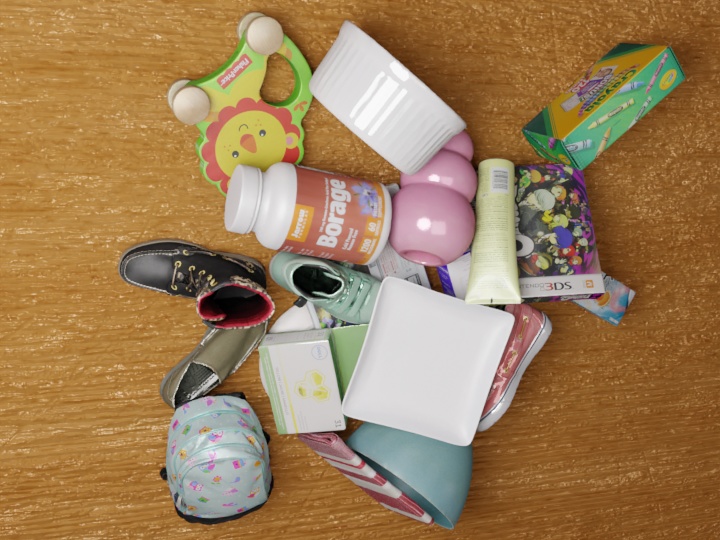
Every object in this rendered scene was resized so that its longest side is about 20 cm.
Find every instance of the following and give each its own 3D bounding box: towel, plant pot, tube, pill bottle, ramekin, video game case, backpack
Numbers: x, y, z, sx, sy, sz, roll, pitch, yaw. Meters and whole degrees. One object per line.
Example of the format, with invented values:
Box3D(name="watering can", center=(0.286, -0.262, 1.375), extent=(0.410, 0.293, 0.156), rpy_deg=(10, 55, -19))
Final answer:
Box3D(name="towel", center=(0.007, 0.301, 1.184), extent=(0.200, 0.144, 0.023), rpy_deg=(42, 70, -16))
Box3D(name="plant pot", center=(0.090, 0.268, 1.198), extent=(0.200, 0.200, 0.135), rpy_deg=(46, 70, -24))
Box3D(name="tube", center=(0.182, -0.051, 1.097), extent=(0.052, 0.058, 0.202), rpy_deg=(11, 72, -23))
Box3D(name="pill bottle", center=(-0.068, -0.076, 1.037), extent=(0.198, 0.112, 0.113), rpy_deg=(9, 104, -22))
Box3D(name="ramekin", center=(0.029, -0.211, 1.013), extent=(0.200, 0.201, 0.098), rpy_deg=(36, 101, -24))
Box3D(name="video game case", center=(0.000, 0.000, 1.149), extent=(0.181, 0.023, 0.201), rpy_deg=(-22, 106, -12))
Box3D(name="backpack", center=(-0.191, 0.260, 1.102), extent=(0.166, 0.127, 0.201), rpy_deg=(-14, 137, -18))
Box3D(name="video game case", center=(0.243, -0.053, 1.145), extent=(0.180, 0.036, 0.202), rpy_deg=(-3, 73, -7))

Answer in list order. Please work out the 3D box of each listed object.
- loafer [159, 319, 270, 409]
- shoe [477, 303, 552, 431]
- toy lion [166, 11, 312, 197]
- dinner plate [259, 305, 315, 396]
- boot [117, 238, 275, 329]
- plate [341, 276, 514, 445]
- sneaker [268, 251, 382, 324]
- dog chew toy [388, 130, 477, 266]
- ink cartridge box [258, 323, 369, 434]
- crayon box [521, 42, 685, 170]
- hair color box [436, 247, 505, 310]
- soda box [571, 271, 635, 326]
Box3D(name="loafer", center=(-0.196, 0.124, 1.114), extent=(0.075, 0.070, 0.200), rpy_deg=(40, 92, -24))
Box3D(name="shoe", center=(0.192, 0.131, 1.174), extent=(0.091, 0.071, 0.201), rpy_deg=(32, 91, -21))
Box3D(name="toy lion", center=(-0.139, -0.199, 1.040), extent=(0.200, 0.069, 0.192), rpy_deg=(-44, 121, -1))
Box3D(name="dinner plate", center=(-0.050, 0.135, 1.190), extent=(0.198, 0.024, 0.202), rpy_deg=(-5, 108, -15))
Box3D(name="boot", center=(-0.208, 0.018, 1.032), extent=(0.198, 0.151, 0.074), rpy_deg=(10, 104, -20))
Box3D(name="plate", center=(0.091, 0.126, 1.108), extent=(0.198, 0.032, 0.202), rpy_deg=(17, 96, -14))
Box3D(name="sneaker", center=(-0.021, 0.035, 1.074), extent=(0.199, 0.118, 0.074), rpy_deg=(20, 93, -20))
Box3D(name="dog chew toy", center=(0.105, -0.110, 1.100), extent=(0.124, 0.124, 0.202), rpy_deg=(20, 73, -22))
Box3D(name="ink cartridge box", center=(-0.032, 0.152, 1.133), extent=(0.198, 0.048, 0.147), rpy_deg=(-6, 111, 10))
Box3D(name="crayon box", center=(0.342, -0.236, 1.141), extent=(0.200, 0.119, 0.058), rpy_deg=(-41, 114, -2))
Box3D(name="hair color box", center=(0.191, 0.047, 1.215), extent=(0.109, 0.065, 0.201), rpy_deg=(-22, 110, -10))
Box3D(name="soda box", center=(0.326, 0.012, 1.239), extent=(0.199, 0.068, 0.064), rpy_deg=(27, 94, -25))
